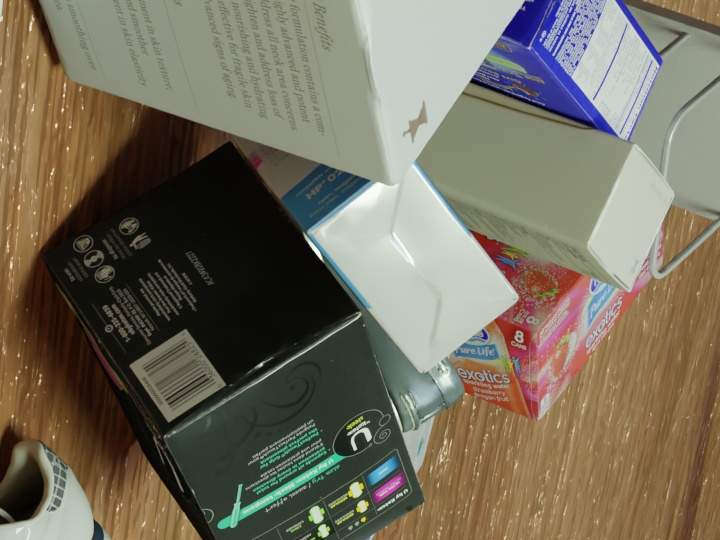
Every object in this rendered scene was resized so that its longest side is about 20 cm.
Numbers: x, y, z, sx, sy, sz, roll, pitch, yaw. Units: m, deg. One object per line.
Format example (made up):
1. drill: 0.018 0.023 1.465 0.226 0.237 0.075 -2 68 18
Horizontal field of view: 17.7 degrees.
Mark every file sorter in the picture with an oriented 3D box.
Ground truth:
1. file sorter: 0.149 -0.098 1.548 0.124 0.200 0.139 -39 142 -43

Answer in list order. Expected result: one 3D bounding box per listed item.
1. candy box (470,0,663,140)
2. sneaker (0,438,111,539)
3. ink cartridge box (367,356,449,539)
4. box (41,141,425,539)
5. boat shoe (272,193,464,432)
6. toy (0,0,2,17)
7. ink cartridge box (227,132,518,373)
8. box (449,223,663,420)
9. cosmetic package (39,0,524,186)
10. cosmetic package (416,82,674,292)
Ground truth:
1. candy box: 0.076 -0.157 1.394 0.077 0.169 0.200 -62 154 -5
2. sneaker: -0.213 0.178 1.214 0.200 0.076 0.081 -55 140 -36
3. ink cartridge box: 0.002 0.084 1.480 0.200 0.076 0.137 -49 153 -73
4. box: -0.065 0.062 1.270 0.124 0.149 0.200 -32 145 -9
5. boat shoe: 0.000 0.000 1.370 0.062 0.200 0.073 -22 172 -9
6. toy: -0.209 -0.091 1.025 0.200 0.047 0.115 -16 124 -59
7. ink cartridge box: -0.007 -0.046 1.225 0.068 0.200 0.115 -39 125 0
8. box: 0.138 0.004 1.718 0.200 0.100 0.096 -47 147 -37
9. cosmetic package: -0.039 -0.175 1.114 0.166 0.200 0.168 -55 152 -30
10. cosmetic package: 0.083 -0.064 1.441 0.073 0.200 0.104 -65 155 -7
